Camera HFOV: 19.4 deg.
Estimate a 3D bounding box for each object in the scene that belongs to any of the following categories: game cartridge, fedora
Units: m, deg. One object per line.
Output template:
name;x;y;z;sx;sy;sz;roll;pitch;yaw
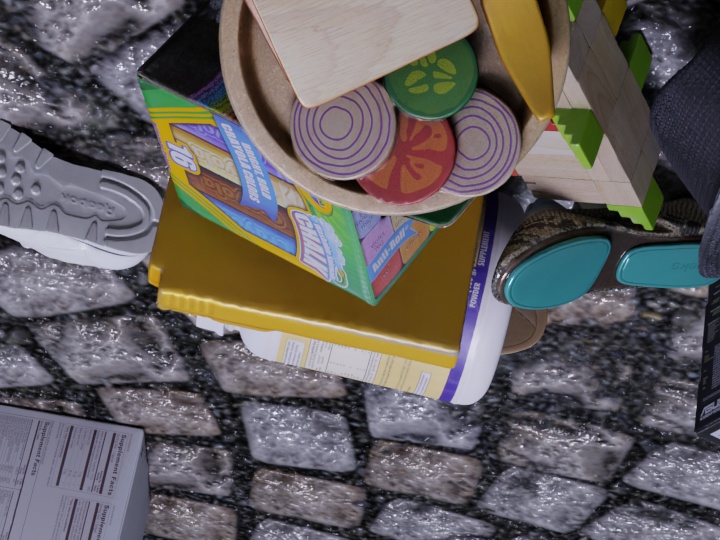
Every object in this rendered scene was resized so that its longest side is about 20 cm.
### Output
game cartridge;-0.023;-0.037;1.325;0.198;0.178;0.033;11;150;0
fedora;0.229;-0.090;1.222;0.092;0.200;0.201;42;155;18

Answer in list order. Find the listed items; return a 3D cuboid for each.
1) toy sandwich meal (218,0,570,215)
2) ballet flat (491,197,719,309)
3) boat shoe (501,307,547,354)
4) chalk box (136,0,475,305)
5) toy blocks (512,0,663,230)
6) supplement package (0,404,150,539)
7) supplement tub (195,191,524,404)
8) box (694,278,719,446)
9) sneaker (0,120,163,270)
toy sandwich meal;0.016;-0.121;1.077;0.203;0.070;0.207;0;105;0
ballet flat;0.150;-0.018;1.352;0.198;0.075;0.068;-6;135;-33
boat shoe;0.035;0.018;1.515;0.198;0.073;0.065;6;-175;0
chalk box;-0.008;-0.077;1.227;0.199;0.125;0.124;29;153;28
toy blocks;0.094;-0.106;1.275;0.136;0.101;0.200;6;150;31
supplement package;-0.298;0.222;1.859;0.198;0.152;0.152;9;149;2
supplement tub;0.000;0.000;1.407;0.198;0.147;0.146;13;149;-2
box;0.290;0.008;1.317;0.043;0.161;0.200;24;146;-20
sneaker;-0.239;-0.047;1.483;0.199;0.077;0.080;24;156;-19
